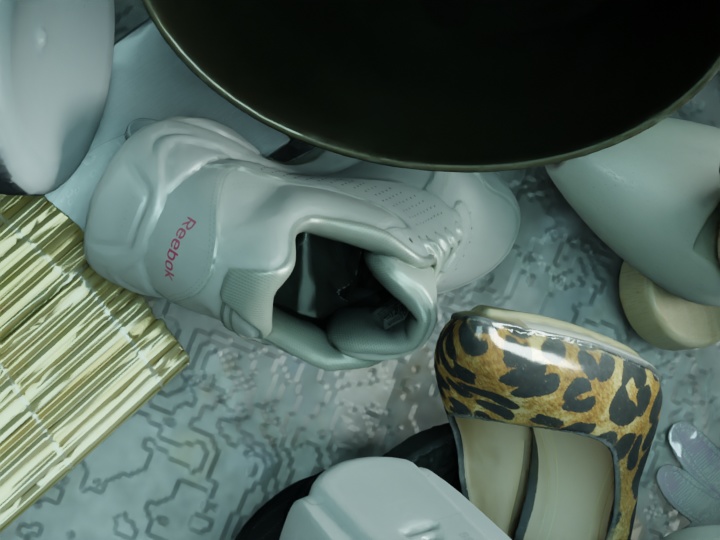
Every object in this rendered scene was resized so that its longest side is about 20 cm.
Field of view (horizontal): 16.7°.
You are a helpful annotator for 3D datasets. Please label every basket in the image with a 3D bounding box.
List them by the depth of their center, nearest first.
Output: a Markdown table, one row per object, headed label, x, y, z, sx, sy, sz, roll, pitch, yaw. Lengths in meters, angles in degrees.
| label | x | y | z | sx | sy | sz | roll | pitch | yaw |
| --- | --- | --- | --- | --- | --- | --- | --- | --- | --- |
| basket | 0.039 | -0.131 | 0.771 | 0.180 | 0.200 | 0.136 | 4 | 115 | 10 |

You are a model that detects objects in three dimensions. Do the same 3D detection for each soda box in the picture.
| label | x | y | z | sx | sy | sz | roll | pitch | yaw |
| --- | --- | --- | --- | --- | --- | --- | --- | --- | --- |
| soda box | -0.126 | -0.013 | 0.881 | 0.200 | 0.063 | 0.068 | -36 | 95 | -13 |

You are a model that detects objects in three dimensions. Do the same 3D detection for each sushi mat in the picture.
| label | x | y | z | sx | sy | sz | roll | pitch | yaw |
| --- | --- | --- | --- | --- | --- | --- | --- | --- | --- |
| sushi mat | -0.160 | 0.060 | 0.823 | 0.200 | 0.012 | 0.096 | -42 | 91 | -15 |

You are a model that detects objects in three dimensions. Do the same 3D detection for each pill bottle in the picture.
| label | x | y | z | sx | sy | sz | roll | pitch | yaw |
| --- | --- | --- | --- | --- | --- | --- | --- | --- | --- |
| pill bottle | -0.192 | -0.084 | 0.825 | 0.200 | 0.106 | 0.106 | 5 | 84 | 16 |

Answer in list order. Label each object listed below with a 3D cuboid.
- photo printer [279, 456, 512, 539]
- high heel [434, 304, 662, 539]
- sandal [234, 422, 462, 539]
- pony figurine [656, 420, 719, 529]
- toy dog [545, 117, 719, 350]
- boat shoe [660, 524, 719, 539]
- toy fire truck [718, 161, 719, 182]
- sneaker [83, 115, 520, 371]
| label | x | y | z | sx | sy | sz | roll | pitch | yaw |
| --- | --- | --- | --- | --- | --- | --- | --- | --- | --- |
| photo printer | 0.020 | 0.188 | 0.824 | 0.069 | 0.166 | 0.200 | -10 | 128 | -38 |
| high heel | 0.057 | 0.094 | 0.857 | 0.071 | 0.200 | 0.143 | 12 | 78 | 23 |
| sandal | -0.028 | 0.113 | 0.891 | 0.200 | 0.075 | 0.048 | -37 | 54 | -21 |
| pony figurine | 0.231 | 0.072 | 0.906 | 0.200 | 0.193 | 0.167 | 27 | 96 | -32 |
| toy dog | 0.107 | -0.058 | 0.910 | 0.200 | 0.132 | 0.096 | 51 | 57 | -35 |
| boat shoe | 0.144 | 0.127 | 0.860 | 0.076 | 0.200 | 0.060 | 33 | 64 | -7 |
| toy fire truck | 0.241 | -0.045 | 0.840 | 0.200 | 0.129 | 0.176 | 32 | 68 | -9 |
| sneaker | 0.000 | 0.000 | 0.858 | 0.200 | 0.099 | 0.078 | -6 | 125 | -49 |
